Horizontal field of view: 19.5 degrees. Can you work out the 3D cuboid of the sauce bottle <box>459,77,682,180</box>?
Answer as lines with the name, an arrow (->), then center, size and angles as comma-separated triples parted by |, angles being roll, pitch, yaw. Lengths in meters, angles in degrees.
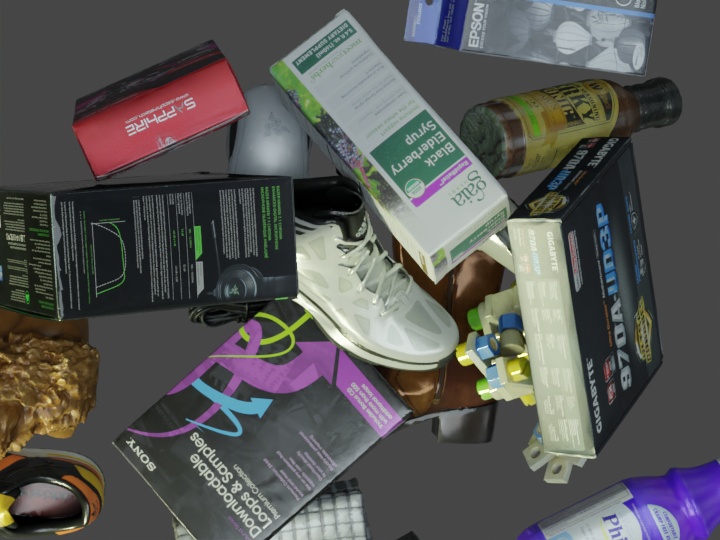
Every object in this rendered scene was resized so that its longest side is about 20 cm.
sauce bottle -> 0.172, -0.119, 1.677 | 0.200, 0.065, 0.065 | -16, 102, -35

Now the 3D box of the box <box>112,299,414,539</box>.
box -> -0.078, 0.125, 1.672 | 0.200, 0.036, 0.143 | -42, 82, -1

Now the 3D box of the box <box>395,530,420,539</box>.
box -> -0.022, 0.285, 1.619 | 0.200, 0.160, 0.044 | -30, 100, -5

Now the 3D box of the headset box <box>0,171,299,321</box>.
headset box -> -0.159, -0.023, 1.555 | 0.200, 0.174, 0.093 | -6, 96, -27

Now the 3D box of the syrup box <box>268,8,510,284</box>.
syrup box -> 0.024, -0.095, 1.616 | 0.079, 0.081, 0.200 | -38, 74, -6

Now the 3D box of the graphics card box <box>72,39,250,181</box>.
graphics card box -> -0.154, -0.125, 1.600 | 0.125, 0.200, 0.051 | -25, 101, -1

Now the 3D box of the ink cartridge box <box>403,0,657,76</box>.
ink cartridge box -> 0.140, -0.219, 1.703 | 0.199, 0.039, 0.100 | 6, 99, -7

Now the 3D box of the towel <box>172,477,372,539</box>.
towel -> -0.062, 0.284, 1.737 | 0.165, 0.086, 0.200 | -10, 98, -7

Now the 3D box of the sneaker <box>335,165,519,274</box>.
sneaker -> 0.063, -0.053, 1.681 | 0.200, 0.074, 0.080 | 41, 80, 14

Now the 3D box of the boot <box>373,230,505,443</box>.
boot -> 0.030, 0.039, 1.716 | 0.188, 0.068, 0.201 | 3, 97, -4

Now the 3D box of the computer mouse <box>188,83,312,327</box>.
computer mouse -> -0.080, -0.050, 1.700 | 0.109, 0.044, 0.201 | 3, 99, -6

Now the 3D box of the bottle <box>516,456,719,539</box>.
bottle -> 0.233, 0.218, 1.769 | 0.200, 0.065, 0.084 | -25, 100, -2

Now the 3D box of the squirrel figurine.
squirrel figurine -> -0.303, 0.074, 1.612 | 0.186, 0.200, 0.142 | 2, 106, -20

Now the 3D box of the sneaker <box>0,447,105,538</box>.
sneaker -> -0.305, 0.178, 1.685 | 0.200, 0.090, 0.070 | 2, 99, -8

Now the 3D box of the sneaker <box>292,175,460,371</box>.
sneaker -> 0.000, 0.000, 1.623 | 0.200, 0.115, 0.076 | 31, 59, -2

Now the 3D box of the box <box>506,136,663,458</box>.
box -> 0.175, 0.018, 1.607 | 0.046, 0.159, 0.200 | 2, 116, 28

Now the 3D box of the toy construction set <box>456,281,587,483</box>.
toy construction set -> 0.151, 0.083, 1.698 | 0.092, 0.131, 0.200 | -11, 142, 20
